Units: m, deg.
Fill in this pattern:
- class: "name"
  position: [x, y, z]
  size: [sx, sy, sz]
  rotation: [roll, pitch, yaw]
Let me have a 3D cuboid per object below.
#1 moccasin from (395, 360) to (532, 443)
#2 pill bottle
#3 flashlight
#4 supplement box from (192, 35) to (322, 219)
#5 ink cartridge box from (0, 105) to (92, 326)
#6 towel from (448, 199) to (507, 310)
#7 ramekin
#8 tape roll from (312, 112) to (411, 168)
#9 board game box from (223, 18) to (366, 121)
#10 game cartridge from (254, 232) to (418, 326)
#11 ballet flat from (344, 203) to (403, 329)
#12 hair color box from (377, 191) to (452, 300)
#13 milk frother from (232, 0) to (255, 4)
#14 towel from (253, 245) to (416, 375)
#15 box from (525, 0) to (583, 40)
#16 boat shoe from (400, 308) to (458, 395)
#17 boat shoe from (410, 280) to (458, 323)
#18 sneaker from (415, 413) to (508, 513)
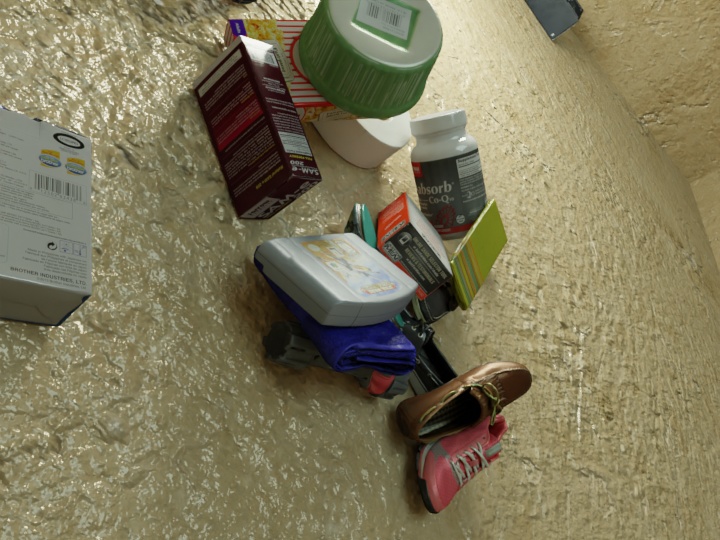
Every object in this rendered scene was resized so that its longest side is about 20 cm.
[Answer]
- class: "moccasin"
  position: [0.147, 0.174, 0.903]
  size: [0.200, 0.078, 0.074]
  rotation: [-11, 108, -24]
- class: "pill bottle"
  position: [0.147, -0.161, 1.144]
  size: [0.116, 0.115, 0.202]
  rotation: [-36, 117, -55]
- class: "flashlight"
  position: [-0.026, 0.108, 0.831]
  size: [0.199, 0.068, 0.068]
  rotation: [21, 25, -36]
- class: "supplement box"
  position: [-0.133, -0.178, 0.865]
  size: [0.061, 0.108, 0.201]
  rotation: [-3, 68, -52]
- class: "ink cartridge box"
  position: [-0.309, -0.065, 0.587]
  size: [0.136, 0.076, 0.202]
  rotation: [17, 54, -45]
- class: "towel"
  position: [0.185, -0.029, 1.075]
  size: [0.200, 0.018, 0.087]
  rotation: [-50, 127, -44]
- class: "ramekin"
  position: [0.020, -0.326, 0.964]
  size: [0.198, 0.098, 0.202]
  rotation: [8, 64, -17]
- class: "tape roll"
  position: [-0.004, -0.275, 1.133]
  size: [0.202, 0.071, 0.204]
  rotation: [31, 43, -34]
- class: "board game box"
  position: [-0.084, -0.291, 0.993]
  size: [0.198, 0.046, 0.153]
  rotation: [-9, 70, -25]
- class: "game cartridge"
  position: [-0.015, 0.008, 0.796]
  size: [0.133, 0.042, 0.199]
  rotation: [35, 22, 23]
- class: "ballet flat"
  position: [0.000, 0.000, 0.935]
  size: [0.074, 0.074, 0.201]
  rotation: [17, 49, -44]
- class: "hair color box"
  position: [0.077, -0.042, 1.009]
  size: [0.102, 0.061, 0.200]
  rotation: [50, 12, -12]
- class: "milk frother"
  position: [-0.180, -0.541, 1.068]
  size: [0.199, 0.181, 0.188]
  rotation: [-35, 55, -28]
- class: "towel"
  position: [-0.028, 0.041, 0.810]
  size: [0.147, 0.050, 0.200]
  rotation: [15, 26, -50]
- class: "box"
  position: [0.718, -0.993, 2.533]
  size: [0.200, 0.124, 0.197]
  rotation: [51, 37, -12]
- class: "boat shoe"
  position: [0.081, 0.103, 0.961]
  size: [0.070, 0.066, 0.201]
  rotation: [-26, 86, -56]
- class: "boat shoe"
  position: [0.132, 0.027, 1.061]
  size: [0.074, 0.064, 0.200]
  rotation: [68, 26, -11]
- class: "sneaker"
  position: [0.139, 0.240, 0.901]
  size: [0.200, 0.086, 0.074]
  rotation: [-40, 112, -55]
